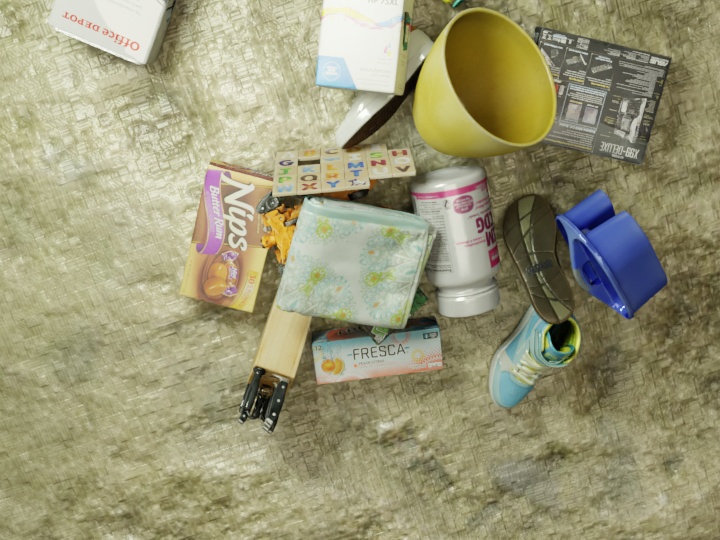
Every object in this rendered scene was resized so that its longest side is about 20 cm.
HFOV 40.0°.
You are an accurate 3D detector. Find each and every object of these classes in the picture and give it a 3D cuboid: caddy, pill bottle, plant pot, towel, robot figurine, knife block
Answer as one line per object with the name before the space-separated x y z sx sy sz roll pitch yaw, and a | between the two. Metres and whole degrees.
caddy | 0.355 -0.016 1.434 0.104 0.142 0.200 -37 129 3
pill bottle | 0.143 -0.043 1.449 0.111 0.114 0.203 -11 105 1
plant pot | 0.151 -0.237 1.371 0.200 0.201 0.141 46 143 -12
towel | -0.005 -0.008 1.385 0.197 0.048 0.174 10 112 -17
robot figurine | -0.054 -0.074 1.422 0.197 0.058 0.147 -22 100 -10
knife block | -0.121 0.129 1.452 0.063 0.176 0.203 19 103 -7

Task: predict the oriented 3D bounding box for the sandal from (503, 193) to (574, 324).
sandal | 0.265 -0.014 1.464 0.080 0.055 0.203 -18 73 1

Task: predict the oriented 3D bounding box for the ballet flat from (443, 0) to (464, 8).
ballet flat | 0.189 -0.447 1.378 0.198 0.067 0.068 -33 89 7

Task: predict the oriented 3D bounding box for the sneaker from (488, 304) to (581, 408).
sneaker | 0.260 0.135 1.488 0.079 0.131 0.202 23 103 -9

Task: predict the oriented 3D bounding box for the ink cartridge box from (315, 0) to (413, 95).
ink cartridge box | 0.009 -0.346 1.343 0.114 0.067 0.204 7 99 14

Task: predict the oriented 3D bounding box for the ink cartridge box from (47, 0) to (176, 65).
ink cartridge box | -0.323 -0.405 1.359 0.144 0.086 0.203 21 104 -6

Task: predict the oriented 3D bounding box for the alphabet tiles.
alphabet tiles | -0.023 -0.145 1.392 0.196 0.168 0.008 -5 116 0

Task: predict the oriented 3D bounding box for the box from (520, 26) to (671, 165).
box | 0.332 -0.252 1.435 0.197 0.050 0.160 11 104 -4

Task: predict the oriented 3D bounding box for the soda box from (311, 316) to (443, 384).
soda box | 0.024 0.121 1.512 0.196 0.064 0.070 -7 104 -1

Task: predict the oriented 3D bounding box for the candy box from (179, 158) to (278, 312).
candy box | -0.189 -0.051 1.467 0.115 0.057 0.203 14 104 -6

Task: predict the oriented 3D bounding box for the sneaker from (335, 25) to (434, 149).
sneaker | 0.022 -0.267 1.423 0.085 0.073 0.200 45 101 12

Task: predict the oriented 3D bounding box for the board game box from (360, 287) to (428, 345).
board game box | 0.000 0.000 1.469 0.105 0.023 0.201 -41 90 -11
